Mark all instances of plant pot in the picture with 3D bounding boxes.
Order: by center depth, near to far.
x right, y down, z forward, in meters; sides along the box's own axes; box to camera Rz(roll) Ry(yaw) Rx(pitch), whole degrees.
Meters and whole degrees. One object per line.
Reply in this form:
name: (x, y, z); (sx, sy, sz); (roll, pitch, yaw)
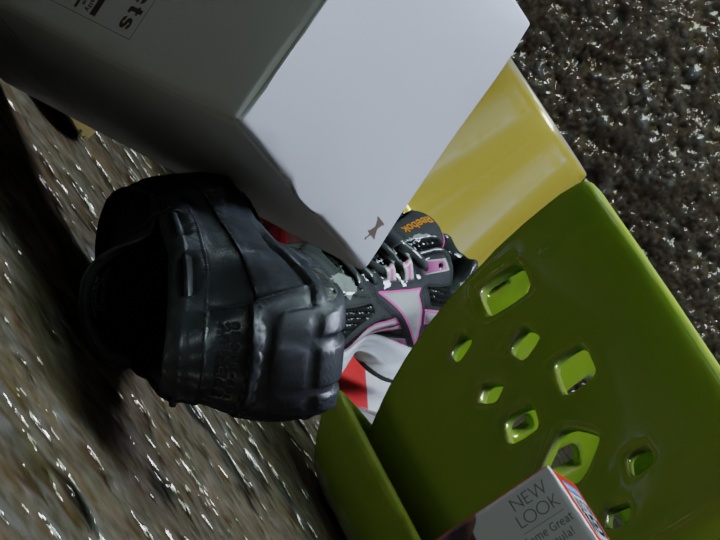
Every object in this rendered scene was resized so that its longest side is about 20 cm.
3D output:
plant pot: (0.102, 0.118, 1.213); (0.200, 0.181, 0.199); (51, 6, -45)
plant pot: (0.056, -0.071, 2.006); (0.201, 0.189, 0.201); (56, 5, -8)

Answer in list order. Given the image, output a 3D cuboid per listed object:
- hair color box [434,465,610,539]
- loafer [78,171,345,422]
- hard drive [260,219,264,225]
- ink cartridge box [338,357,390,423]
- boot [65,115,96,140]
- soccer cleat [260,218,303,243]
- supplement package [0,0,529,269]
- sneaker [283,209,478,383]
hair color box: (0.079, 0.184, 0.959); (0.200, 0.111, 0.064); (57, 4, 17)
loafer: (-0.066, 0.005, 0.948); (0.201, 0.070, 0.068); (-146, -121, -66)
hard drive: (-0.076, -0.139, 1.559); (0.200, 0.033, 0.140); (58, -37, 18)
ink cartridge box: (0.019, 0.073, 1.511); (0.200, 0.050, 0.161); (58, 4, -8)
boot: (-0.061, -0.148, 1.226); (0.066, 0.200, 0.175); (55, 5, -12)
soccer cleat: (-0.016, -0.047, 1.445); (0.200, 0.076, 0.067); (120, -43, -74)
supplement package: (-0.061, -0.110, 1.013); (0.200, 0.120, 0.121); (28, -12, 32)
sneaker: (0.000, 0.000, 1.399); (0.080, 0.086, 0.200); (46, 12, 15)
